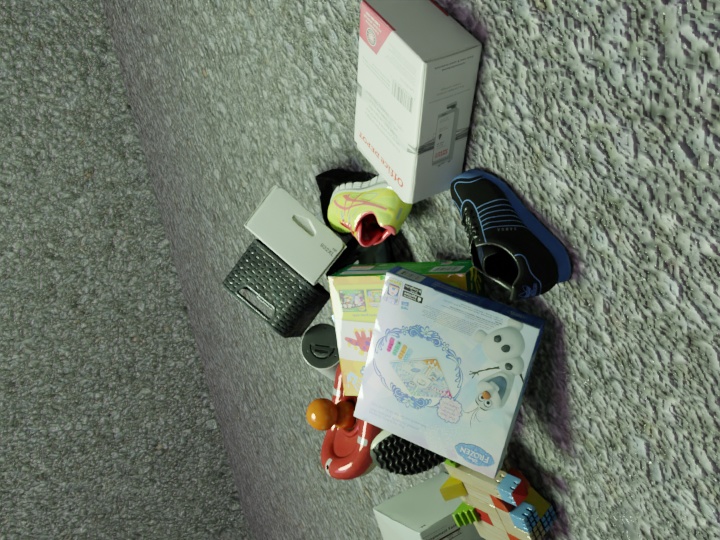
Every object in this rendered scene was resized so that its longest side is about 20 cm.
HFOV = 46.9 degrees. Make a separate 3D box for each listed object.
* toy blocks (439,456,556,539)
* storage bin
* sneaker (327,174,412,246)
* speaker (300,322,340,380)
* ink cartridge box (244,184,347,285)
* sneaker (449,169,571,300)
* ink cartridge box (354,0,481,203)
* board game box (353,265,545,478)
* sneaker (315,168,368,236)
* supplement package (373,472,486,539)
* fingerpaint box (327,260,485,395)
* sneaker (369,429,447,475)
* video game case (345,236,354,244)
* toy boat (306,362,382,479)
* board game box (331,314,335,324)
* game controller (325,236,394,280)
[{"bbox_3d":[0.200,0.319,1.128,0.135,0.100,0.202,12,136,51],"label":"toy blocks"},{"bbox_3d":[-0.134,0.032,1.375,0.134,0.094,0.200,38,-179,7],"label":"storage bin"},{"bbox_3d":[0.004,-0.075,1.188,0.199,0.077,0.092,-18,51,60],"label":"sneaker"},{"bbox_3d":[-0.053,0.152,1.518,0.082,0.080,0.200,63,-179,15],"label":"speaker"},{"bbox_3d":[-0.106,-0.059,1.342,0.144,0.084,0.200,40,180,-6],"label":"ink cartridge box"},{"bbox_3d":[0.148,-0.044,0.938,0.200,0.077,0.071,49,152,41],"label":"sneaker"},{"bbox_3d":[0.061,-0.208,0.994,0.147,0.081,0.202,53,153,36],"label":"ink cartridge box"},{"bbox_3d":[0.104,0.122,1.016,0.197,0.043,0.203,20,110,19],"label":"board game box"},{"bbox_3d":[-0.025,-0.105,1.344,0.199,0.059,0.106,30,137,65],"label":"sneaker"},{"bbox_3d":[0.144,0.453,1.306,0.191,0.145,0.204,-11,99,69],"label":"supplement package"},{"bbox_3d":[0.068,0.078,1.092,0.196,0.073,0.171,-2,103,28],"label":"fingerpaint box"},{"bbox_3d":[0.103,0.207,1.128,0.071,0.197,0.093,64,178,-13],"label":"sneaker"},{"bbox_3d":[0.024,0.030,1.390,0.185,0.023,0.200,68,158,4],"label":"video game case"},{"bbox_3d":[-0.031,0.238,1.354,0.130,0.129,0.205,12,94,57],"label":"toy boat"},{"bbox_3d":[0.069,0.096,1.162,0.197,0.036,0.154,-24,86,29],"label":"board game box"},{"bbox_3d":[0.000,0.000,1.311,0.200,0.041,0.106,-41,64,57],"label":"game controller"}]
